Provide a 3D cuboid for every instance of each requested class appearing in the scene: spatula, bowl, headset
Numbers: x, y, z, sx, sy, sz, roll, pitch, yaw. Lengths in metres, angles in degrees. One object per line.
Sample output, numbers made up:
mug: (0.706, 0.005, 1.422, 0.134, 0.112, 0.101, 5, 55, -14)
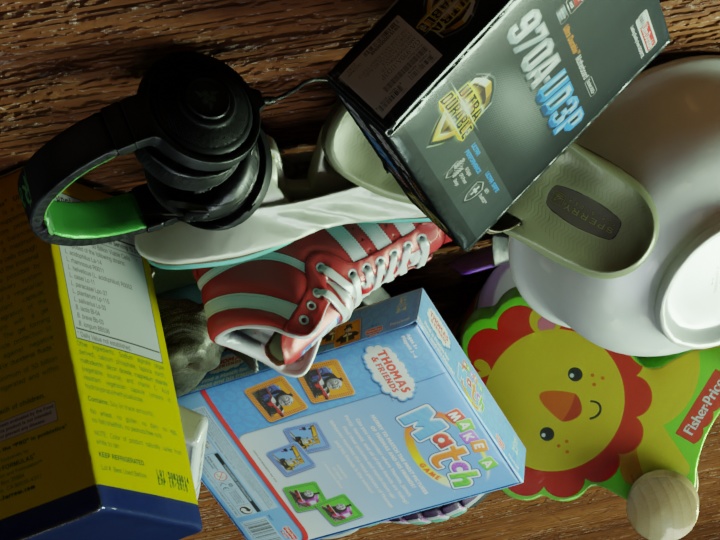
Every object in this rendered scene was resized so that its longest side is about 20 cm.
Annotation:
spatula: (0.090, -0.018, 1.535, 0.056, 0.021, 0.200, -18, 174, -5)
bowl: (0.193, -0.018, 1.439, 0.200, 0.091, 0.202, -18, 136, -18)
headset: (-0.076, -0.055, 1.274, 0.199, 0.095, 0.124, -23, 162, -4)

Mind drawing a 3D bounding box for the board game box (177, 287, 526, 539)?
board game box: (-0.015, 0.101, 1.572, 0.199, 0.037, 0.152, -17, 126, 24)

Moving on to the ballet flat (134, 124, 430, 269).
ballet flat: (-0.031, -0.052, 1.372, 0.198, 0.070, 0.070, -10, 161, -8)

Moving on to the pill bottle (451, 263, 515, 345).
pill bottle: (0.114, 0.068, 1.729, 0.110, 0.112, 0.200, -8, 160, -15)

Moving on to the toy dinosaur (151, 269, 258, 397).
toy dinosaur: (-0.133, 0.054, 1.524, 0.199, 0.077, 0.102, -30, 138, 25)

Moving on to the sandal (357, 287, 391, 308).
sandal: (0.022, 0.033, 1.652, 0.075, 0.048, 0.201, 16, 162, 25)

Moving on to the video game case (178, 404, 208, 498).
video game case: (-0.192, 0.088, 1.543, 0.199, 0.023, 0.182, 23, 160, 3)

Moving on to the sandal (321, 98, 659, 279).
sandal: (0.076, -0.053, 1.331, 0.200, 0.080, 0.057, 21, -164, -12)

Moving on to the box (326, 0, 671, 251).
box: (0.073, -0.105, 1.198, 0.159, 0.046, 0.200, -46, 159, -3)

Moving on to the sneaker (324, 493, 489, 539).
sneaker: (0.009, 0.139, 1.681, 0.199, 0.075, 0.087, -25, 152, 34)

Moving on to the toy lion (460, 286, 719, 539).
toy lion: (0.159, 0.069, 1.588, 0.201, 0.191, 0.069, -59, -178, 17)

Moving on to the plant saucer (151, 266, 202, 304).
plant saucer: (-0.155, 0.024, 1.566, 0.198, 0.019, 0.070, -16, 161, 5)

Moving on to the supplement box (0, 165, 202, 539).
supplement box: (-0.176, 0.060, 1.367, 0.109, 0.202, 0.109, -21, 159, 23)

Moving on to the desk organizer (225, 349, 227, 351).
desk organizer: (-0.055, 0.081, 1.704, 0.071, 0.078, 0.200, -23, 159, 25)

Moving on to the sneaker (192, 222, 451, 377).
sneaker: (0.000, 0.000, 1.428, 0.198, 0.113, 0.071, -5, 157, -5)
